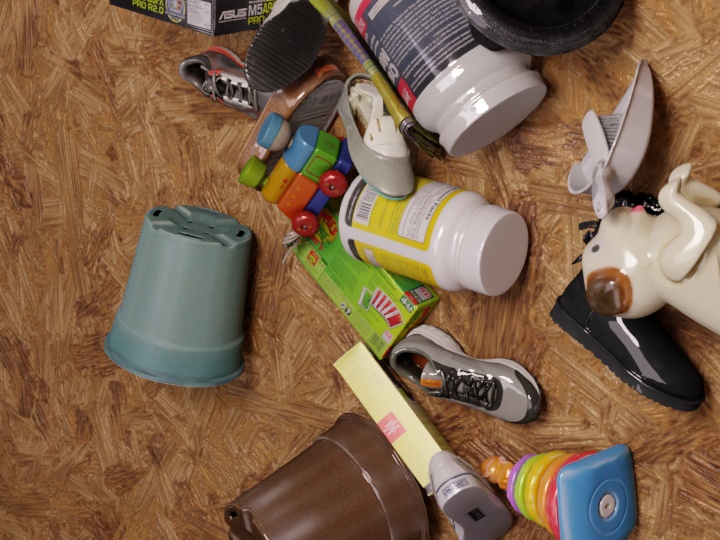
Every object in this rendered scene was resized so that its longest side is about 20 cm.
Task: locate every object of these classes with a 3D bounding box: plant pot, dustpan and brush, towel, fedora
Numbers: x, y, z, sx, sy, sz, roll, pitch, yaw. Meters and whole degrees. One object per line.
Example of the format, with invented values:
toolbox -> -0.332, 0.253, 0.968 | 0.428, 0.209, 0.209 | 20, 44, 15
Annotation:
plant pot -> -0.051, 0.311, 1.491 | 0.200, 0.197, 0.202 | 40, 144, 39
dustpan and brush -> 0.235, -0.106, 1.134 | 0.201, 0.057, 0.140 | -91, 23, -50
towel -> 0.021, -0.216, 1.332 | 0.023, 0.143, 0.201 | -37, 72, 13
plant pot -> -0.236, 0.027, 1.625 | 0.199, 0.199, 0.198 | 27, 113, 34
fedora -> 0.162, -0.280, 1.162 | 0.202, 0.199, 0.092 | 59, 159, 10

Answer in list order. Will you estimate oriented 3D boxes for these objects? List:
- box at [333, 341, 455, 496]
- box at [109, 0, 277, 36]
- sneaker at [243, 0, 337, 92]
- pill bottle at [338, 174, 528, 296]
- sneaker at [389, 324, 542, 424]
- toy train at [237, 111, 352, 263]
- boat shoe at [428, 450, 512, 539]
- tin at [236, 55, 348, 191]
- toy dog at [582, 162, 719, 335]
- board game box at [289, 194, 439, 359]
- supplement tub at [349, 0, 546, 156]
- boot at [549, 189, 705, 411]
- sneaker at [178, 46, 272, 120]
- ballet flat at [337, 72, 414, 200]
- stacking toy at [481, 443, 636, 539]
box -> 0.050, 0.182, 1.470 | 0.050, 0.075, 0.201 | -39, 74, 8
box -> -0.189, -0.339, 1.470 | 0.199, 0.159, 0.045 | 24, 120, 36
sneaker -> -0.079, -0.282, 1.391 | 0.074, 0.201, 0.088 | 35, 160, -13
pill bottle -> 0.082, -0.043, 1.346 | 0.199, 0.114, 0.116 | 20, 116, 37
sneaker -> 0.120, 0.131, 1.390 | 0.199, 0.079, 0.075 | 22, 117, 30
toy train -> -0.097, -0.094, 1.419 | 0.115, 0.085, 0.200 | 28, 129, -14
boat shoe -> 0.127, 0.265, 1.390 | 0.066, 0.073, 0.201 | 62, 178, 35
tin -> -0.082, -0.176, 1.456 | 0.042, 0.111, 0.201 | 51, 132, 19
toy dog -> 0.306, -0.005, 1.101 | 0.198, 0.140, 0.196 | 5, 122, 18
board game box -> 0.000, 0.000, 1.482 | 0.200, 0.047, 0.102 | 50, 131, 19
supplement tub -> 0.091, -0.237, 1.254 | 0.140, 0.140, 0.201 | -43, 73, 42
boot -> 0.294, 0.025, 1.205 | 0.198, 0.073, 0.164 | 39, 121, 25
sneaker -> -0.158, -0.230, 1.530 | 0.199, 0.082, 0.078 | 25, 120, 36
ballet flat -> 0.016, -0.160, 1.351 | 0.201, 0.067, 0.064 | -112, 28, -48
stacking toy -> 0.206, 0.245, 1.346 | 0.199, 0.115, 0.111 | 7, 106, 53
